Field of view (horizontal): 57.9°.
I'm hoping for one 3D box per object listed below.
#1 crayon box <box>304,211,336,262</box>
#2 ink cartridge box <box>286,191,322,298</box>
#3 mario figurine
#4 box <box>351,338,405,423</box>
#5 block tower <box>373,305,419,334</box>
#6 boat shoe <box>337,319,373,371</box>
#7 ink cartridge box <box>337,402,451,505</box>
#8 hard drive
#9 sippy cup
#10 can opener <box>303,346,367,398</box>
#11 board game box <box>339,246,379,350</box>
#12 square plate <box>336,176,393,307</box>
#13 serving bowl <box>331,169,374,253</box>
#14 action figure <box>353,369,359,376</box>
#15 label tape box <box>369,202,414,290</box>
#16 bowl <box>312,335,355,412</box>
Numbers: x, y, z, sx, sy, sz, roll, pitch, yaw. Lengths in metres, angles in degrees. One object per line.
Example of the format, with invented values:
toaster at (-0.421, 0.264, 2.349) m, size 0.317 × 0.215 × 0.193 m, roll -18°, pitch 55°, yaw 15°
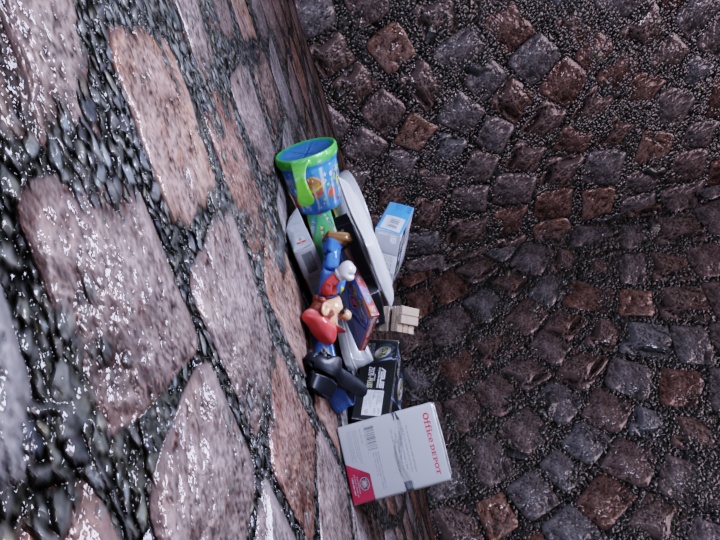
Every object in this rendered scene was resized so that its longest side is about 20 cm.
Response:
crayon box at (-0.083, -0.073, 1.495) m, size 0.119 × 0.057 × 0.205 m, roll 108°, pitch -34°, yaw -81°
ink cartridge box at (-0.118, -0.043, 1.336) m, size 0.201 × 0.049 × 0.164 m, roll -122°, pitch -171°, yaw -48°
mario figurine at (-0.041, 0.037, 1.214) m, size 0.123 × 0.103 × 0.206 m, roll 27°, pitch 70°, yaw -63°
box at (0.046, 0.288, 1.498) m, size 0.166 × 0.084 × 0.204 m, roll 77°, pitch 19°, yaw -50°
block tower at (0.036, 0.108, 1.419) m, size 0.057 × 0.197 × 0.056 m, roll 15°, pitch 77°, yaw -40°
boat shoe at (-0.017, 0.103, 1.342) m, size 0.073 × 0.067 × 0.204 m, roll 67°, pitch 9°, yaw -56°
ink cartridge box at (0.068, 0.353, 1.265) m, size 0.083 × 0.195 × 0.149 m, roll 55°, pitch 20°, yaw -75°
hard drive at (0.000, 0.000, 1.352) m, size 0.141 × 0.037 × 0.203 m, roll 76°, pitch -7°, yaw -58°
sippy cup at (-0.099, -0.194, 1.374) m, size 0.138 × 0.177 × 0.133 m, roll 12°, pitch -52°, yaw 43°
can opener at (-0.045, 0.192, 1.175) m, size 0.080 × 0.062 × 0.200 m, roll -62°, pitch 151°, yaw -7°
board game box at (-0.019, 0.043, 1.271) m, size 0.104 × 0.019 × 0.203 m, roll 109°, pitch -33°, yaw -44°
square plate at (0.015, -0.059, 1.283) m, size 0.202 × 0.028 × 0.201 m, roll 68°, pitch 1°, yaw -50°
serving bowl at (-0.030, -0.123, 1.501) m, size 0.200 × 0.064 × 0.205 m, roll 160°, pitch -89°, yaw -80°
action figure at (-0.020, 0.187, 1.546) m, size 0.200 × 0.067 × 0.134 m, roll -41°, pitch 124°, yaw -69°
label tape box at (0.063, -0.030, 1.471) m, size 0.144 × 0.064 × 0.205 m, roll -62°, pitch 162°, yaw -58°
bowl at (-0.052, 0.184, 1.327) m, size 0.201 × 0.038 × 0.206 m, roll -15°, pitch 91°, yaw -86°
